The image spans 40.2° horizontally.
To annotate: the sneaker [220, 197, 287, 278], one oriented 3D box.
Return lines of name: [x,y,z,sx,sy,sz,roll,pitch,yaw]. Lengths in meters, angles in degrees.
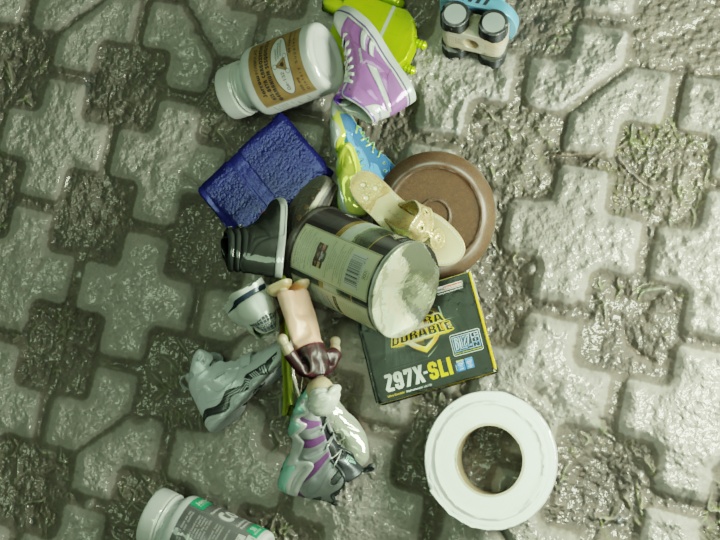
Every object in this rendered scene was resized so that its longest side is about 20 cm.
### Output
sneaker: [-0.164,-0.060,1.510,0.097,0.201,0.072,5,122,-6]

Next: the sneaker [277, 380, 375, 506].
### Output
sneaker: [-0.041,0.266,1.483,0.137,0.078,0.203,17,119,9]

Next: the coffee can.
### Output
coffee can: [0.000,0.000,1.488,0.198,0.146,0.148,24,87,41]

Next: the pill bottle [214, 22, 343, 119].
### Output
pill bottle: [-0.136,-0.320,1.610,0.197,0.114,0.117,-14,78,27]

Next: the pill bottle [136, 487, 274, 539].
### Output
pill bottle: [-0.243,0.423,1.534,0.197,0.113,0.115,21,86,15]

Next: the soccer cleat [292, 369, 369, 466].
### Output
soccer cleat: [-0.055,0.222,1.539,0.069,0.078,0.202,-34,76,6]

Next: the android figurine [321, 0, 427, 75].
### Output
android figurine: [0.013,-0.387,1.636,0.197,0.041,0.185,22,87,16]

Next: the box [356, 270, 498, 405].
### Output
box: [0.101,0.107,1.536,0.196,0.049,0.163,-16,80,10]

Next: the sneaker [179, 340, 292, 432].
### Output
sneaker: [-0.201,0.154,1.585,0.200,0.075,0.115,-45,74,3]

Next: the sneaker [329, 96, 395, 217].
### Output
sneaker: [0.006,-0.187,1.599,0.103,0.076,0.204,-6,87,0]

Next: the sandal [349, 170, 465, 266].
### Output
sandal: [0.068,-0.075,1.494,0.210,0.070,0.078,38,95,1]

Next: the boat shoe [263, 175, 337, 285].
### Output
boat shoe: [-0.088,-0.059,1.591,0.202,0.073,0.075,-58,30,14]

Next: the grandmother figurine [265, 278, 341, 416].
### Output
grandmother figurine: [-0.074,0.113,1.429,0.060,0.120,0.203,-39,61,48]

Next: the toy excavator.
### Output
toy excavator: [0.174,-0.452,1.591,0.191,0.100,0.203,17,73,13]

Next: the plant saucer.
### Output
plant saucer: [0.116,-0.086,1.543,0.196,0.034,0.205,0,93,2]

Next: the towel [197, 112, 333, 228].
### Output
towel: [-0.157,-0.145,1.639,0.200,0.050,0.148,-42,78,6]

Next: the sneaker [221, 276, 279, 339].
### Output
sneaker: [-0.165,0.071,1.531,0.076,0.200,0.081,-33,86,-9]

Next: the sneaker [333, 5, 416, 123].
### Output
sneaker: [-0.010,-0.324,1.558,0.113,0.073,0.202,-31,73,-12]

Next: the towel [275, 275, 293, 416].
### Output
towel: [-0.117,0.115,1.504,0.018,0.086,0.204,-3,71,-7]

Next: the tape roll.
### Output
tape roll: [0.195,0.284,1.474,0.198,0.071,0.207,-2,81,13]
